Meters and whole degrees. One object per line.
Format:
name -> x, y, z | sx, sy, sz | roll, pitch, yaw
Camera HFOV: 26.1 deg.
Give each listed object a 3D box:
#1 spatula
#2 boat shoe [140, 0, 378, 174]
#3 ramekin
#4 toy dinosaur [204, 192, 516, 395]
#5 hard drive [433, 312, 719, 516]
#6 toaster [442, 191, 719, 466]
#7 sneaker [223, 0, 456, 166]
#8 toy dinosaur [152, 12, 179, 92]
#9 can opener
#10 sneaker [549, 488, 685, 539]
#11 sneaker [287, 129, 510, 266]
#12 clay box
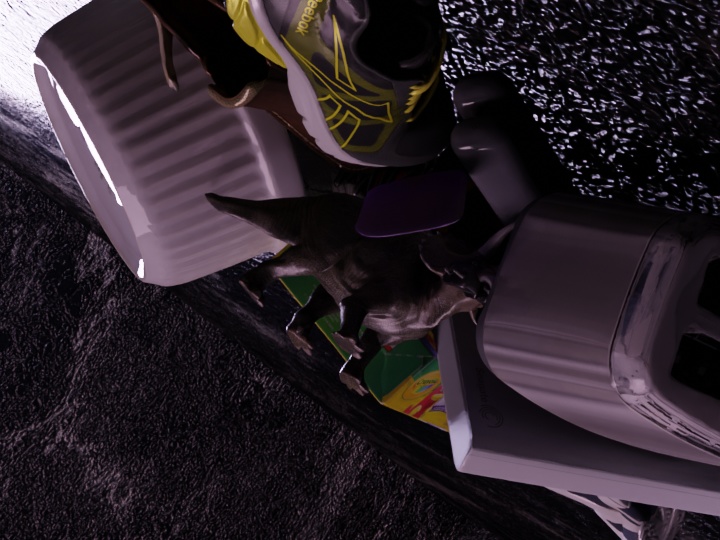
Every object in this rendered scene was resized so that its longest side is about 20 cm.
spatula -> 0.039, -0.048, 0.844 | 0.200, 0.056, 0.021 | -46, -55, -73
boat shoe -> -0.057, -0.112, 0.834 | 0.075, 0.075, 0.202 | -10, 134, 44
ramekin -> -0.125, -0.085, 0.976 | 0.200, 0.105, 0.200 | 57, 165, 23
toy dinosaur -> 0.000, 0.000, 0.867 | 0.200, 0.102, 0.077 | 28, 154, 35
hard drive -> 0.143, 0.075, 0.881 | 0.200, 0.027, 0.132 | 11, -141, -15
toaster -> 0.153, 0.030, 0.764 | 0.200, 0.114, 0.129 | 26, 172, -29
sneaker -> 0.009, -0.101, 0.773 | 0.085, 0.075, 0.200 | 16, 168, 32
toy dinosaur -> -0.143, -0.184, 0.866 | 0.088, 0.047, 0.200 | 47, -169, -41
can opener -> 0.113, -0.040, 0.844 | 0.067, 0.053, 0.200 | -7, 150, 23
sneaker -> 0.236, 0.205, 1.519 | 0.130, 0.080, 0.199 | 29, 169, 39
sneaker -> 0.037, -0.050, 0.967 | 0.200, 0.078, 0.082 | 24, 165, 8
clay box -> 0.022, 0.041, 0.992 | 0.115, 0.048, 0.200 | 50, -174, 19
